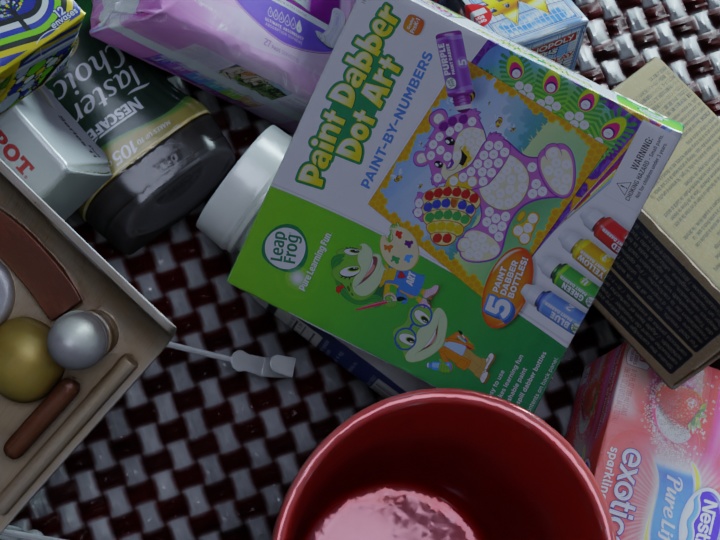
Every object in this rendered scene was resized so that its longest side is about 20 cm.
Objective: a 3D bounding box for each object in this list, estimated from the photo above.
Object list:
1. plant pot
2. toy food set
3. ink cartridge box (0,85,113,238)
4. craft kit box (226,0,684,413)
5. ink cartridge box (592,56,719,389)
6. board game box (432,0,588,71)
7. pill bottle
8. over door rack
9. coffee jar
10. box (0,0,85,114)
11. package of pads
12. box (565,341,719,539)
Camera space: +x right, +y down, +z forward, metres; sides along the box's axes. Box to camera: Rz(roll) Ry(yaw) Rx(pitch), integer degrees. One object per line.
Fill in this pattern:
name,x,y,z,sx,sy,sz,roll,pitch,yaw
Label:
plant pot,0.032,0.181,1.020,0.200,0.177,0.201,2,77,-10
toy food set,-0.216,0.053,0.960,0.144,0.060,0.200,43,99,3
ink cartridge box,-0.272,-0.046,1.035,0.200,0.083,0.147,-43,85,9
craft kit box,0.052,-0.039,0.996,0.197,0.049,0.200,27,106,6
ink cartridge box,0.194,-0.036,1.102,0.165,0.075,0.200,48,32,4
board game box,0.073,-0.159,1.101,0.062,0.200,0.200,-20,81,-13
pill bottle,0.000,0.000,1.095,0.200,0.111,0.111,37,73,0
over door rack,-0.154,0.106,1.065,0.200,0.067,0.148,14,81,-20
coffee jar,-0.174,-0.112,1.105,0.104,0.085,0.200,-39,86,-17
box,-0.245,-0.093,0.924,0.064,0.070,0.200,47,63,3
package of pads,-0.079,-0.174,1.092,0.200,0.076,0.121,21,67,-48
box,0.177,0.158,1.095,0.103,0.095,0.200,19,74,-6
